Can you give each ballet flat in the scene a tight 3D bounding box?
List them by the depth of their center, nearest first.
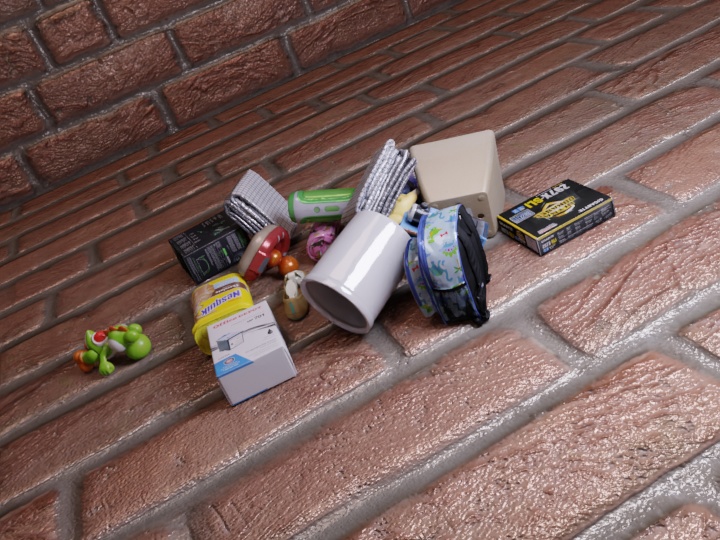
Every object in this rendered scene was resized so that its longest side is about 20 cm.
[{"bbox_3d":[-0.150,0.037,1.628,0.068,0.063,0.200,-19,29,3],"label":"ballet flat"}]

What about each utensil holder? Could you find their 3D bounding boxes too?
[{"bbox_3d":[0.000,0.000,1.442,0.169,0.170,0.200,12,57,44],"label":"utensil holder"}]

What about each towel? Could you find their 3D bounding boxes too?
[{"bbox_3d":[0.041,-0.185,1.598,0.201,0.085,0.166,-63,9,-8],"label":"towel"},{"bbox_3d":[-0.266,-0.159,1.893,0.086,0.200,0.166,-42,16,25],"label":"towel"}]

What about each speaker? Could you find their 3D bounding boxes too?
[{"bbox_3d":[-0.074,-0.161,1.730,0.199,0.089,0.089,-2,33,12],"label":"speaker"}]

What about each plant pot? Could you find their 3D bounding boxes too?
[{"bbox_3d":[0.230,-0.173,1.611,0.199,0.201,0.178,-10,44,13],"label":"plant pot"}]

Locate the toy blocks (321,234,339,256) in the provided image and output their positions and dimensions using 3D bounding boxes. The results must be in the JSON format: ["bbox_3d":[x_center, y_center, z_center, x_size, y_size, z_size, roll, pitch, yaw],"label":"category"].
[{"bbox_3d":[-0.025,-0.011,1.615,0.199,0.100,0.137,11,54,44],"label":"toy blocks"}]

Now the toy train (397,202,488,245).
[{"bbox_3d":[0.174,-0.076,1.495,0.199,0.115,0.087,21,34,2],"label":"toy train"}]

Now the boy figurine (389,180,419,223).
[{"bbox_3d":[0.093,-0.138,1.615,0.124,0.064,0.200,-45,19,30],"label":"boy figurine"}]

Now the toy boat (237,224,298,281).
[{"bbox_3d":[-0.213,-0.031,1.737,0.131,0.130,0.200,-58,2,15],"label":"toy boat"}]

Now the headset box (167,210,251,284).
[{"bbox_3d":[-0.408,-0.072,1.943,0.199,0.093,0.174,-31,31,-17],"label":"headset box"}]

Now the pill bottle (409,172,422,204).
[{"bbox_3d":[0.169,-0.230,1.808,0.199,0.116,0.116,-18,30,5],"label":"pill bottle"}]

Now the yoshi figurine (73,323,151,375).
[{"bbox_3d":[-0.575,0.187,1.655,0.199,0.113,0.112,-21,-14,30],"label":"yoshi figurine"}]

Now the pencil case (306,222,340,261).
[{"bbox_3d":[-0.088,-0.103,1.800,0.086,0.083,0.200,-7,31,8],"label":"pencil case"}]

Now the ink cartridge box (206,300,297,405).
[{"bbox_3d":[-0.229,0.166,1.448,0.146,0.086,0.200,-25,31,-6],"label":"ink cartridge box"}]

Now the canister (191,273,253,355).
[{"bbox_3d":[-0.317,0.095,1.621,0.148,0.087,0.200,-24,28,-5],"label":"canister"}]

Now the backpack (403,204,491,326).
[{"bbox_3d":[0.166,-0.014,1.370,0.146,0.201,0.183,-10,32,18],"label":"backpack"}]

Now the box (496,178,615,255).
[{"bbox_3d":[0.426,-0.121,1.533,0.199,0.050,0.160,-27,28,-10],"label":"box"}]
